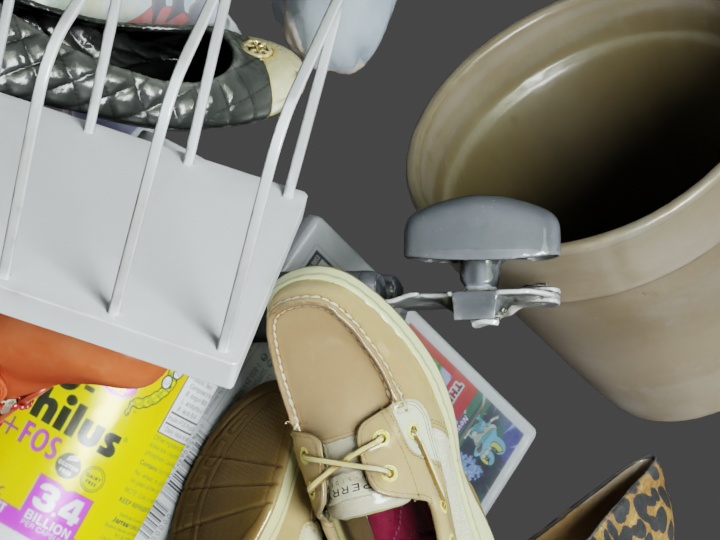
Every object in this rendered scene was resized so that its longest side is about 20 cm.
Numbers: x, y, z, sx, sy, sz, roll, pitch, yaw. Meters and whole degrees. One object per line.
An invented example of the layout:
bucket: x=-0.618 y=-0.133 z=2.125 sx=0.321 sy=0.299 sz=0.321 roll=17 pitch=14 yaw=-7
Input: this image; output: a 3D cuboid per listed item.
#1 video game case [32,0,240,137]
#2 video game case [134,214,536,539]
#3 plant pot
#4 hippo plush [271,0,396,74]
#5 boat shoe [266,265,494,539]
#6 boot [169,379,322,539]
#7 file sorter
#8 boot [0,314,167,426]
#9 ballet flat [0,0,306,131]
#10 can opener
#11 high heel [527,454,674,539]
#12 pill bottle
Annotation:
video game case: x=-0.173 y=-0.113 z=1.205 sx=0.200 sy=0.023 sz=0.183 roll=-47 pitch=114 yaw=-23
video game case: x=-0.021 y=0.106 z=1.316 sx=0.182 sy=0.023 sz=0.201 roll=44 pitch=68 yaw=-25
plant pot: x=0.148 y=-0.022 z=1.336 sx=0.200 sy=0.199 sz=0.174 roll=-49 pitch=130 yaw=-22
hippo plush: x=-0.046 y=-0.190 z=1.217 sx=0.160 sy=0.200 sz=0.160 roll=20 pitch=100 yaw=-13
boat shoe: x=0.009 y=0.094 z=1.203 sx=0.201 sy=0.074 sz=0.066 roll=63 pitch=28 yaw=-17
boot: x=-0.018 y=0.169 z=1.263 sx=0.155 sy=0.073 sz=0.201 roll=26 pitch=65 yaw=-37
file sorter: x=-0.117 y=-0.067 z=1.047 sx=0.199 sy=0.139 sz=0.125 roll=18 pitch=123 yaw=1
boot: x=-0.162 y=0.046 z=1.112 sx=0.075 sy=0.199 sz=0.108 roll=12 pitch=84 yaw=-60
ballet flat: x=-0.111 y=-0.101 z=1.180 sx=0.199 sy=0.067 sz=0.057 roll=5 pitch=118 yaw=-29
can opener: x=0.000 y=0.000 z=1.236 sx=0.053 sy=0.198 sz=0.067 roll=15 pitch=76 yaw=-71
high heel: x=0.091 y=0.129 z=1.348 sx=0.200 sy=0.071 sz=0.143 roll=40 pitch=61 yaw=-41
pill bottle: x=-0.117 y=0.040 z=1.185 sx=0.104 sy=0.104 sz=0.201 roll=30 pitch=86 yaw=-29
